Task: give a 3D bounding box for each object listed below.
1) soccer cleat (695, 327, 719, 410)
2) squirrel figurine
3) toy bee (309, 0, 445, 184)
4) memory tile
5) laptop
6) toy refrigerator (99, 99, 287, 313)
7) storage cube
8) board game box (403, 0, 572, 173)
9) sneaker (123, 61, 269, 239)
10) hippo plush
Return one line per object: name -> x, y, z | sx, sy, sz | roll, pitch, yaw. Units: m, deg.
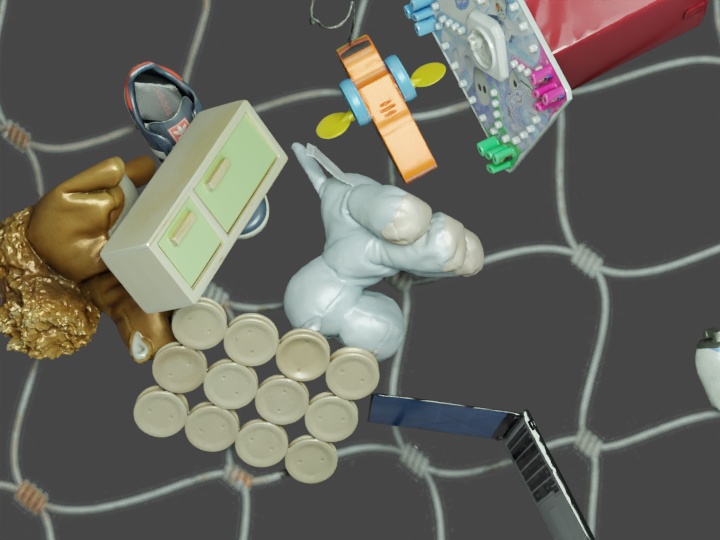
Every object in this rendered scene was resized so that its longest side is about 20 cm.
soccer cleat -> 0.417, 0.084, 1.775 | 0.200, 0.070, 0.086 | -10, 94, -1
squirrel figurine -> -0.243, 0.011, 1.749 | 0.200, 0.142, 0.187 | -27, 91, 1
toy bee -> 0.017, -0.187, 1.809 | 0.131, 0.109, 0.200 | -7, 105, -5
memory tile -> -0.095, 0.110, 1.719 | 0.200, 0.017, 0.153 | 19, 115, -11
laptop -> 0.104, 0.186, 1.677 | 0.116, 0.187, 0.200 | -26, 80, -6
toy refrigerator -> -0.145, -0.060, 1.682 | 0.076, 0.070, 0.200 | 55, 46, -27
storage cube -> 0.213, -0.285, 1.780 | 0.180, 0.200, 0.171 | -27, 80, 0
board game box -> 0.114, -0.207, 1.754 | 0.026, 0.200, 0.200 | -23, 79, -18
sneaker -> -0.162, -0.116, 1.788 | 0.075, 0.085, 0.200 | -39, 82, -9
hippo plush -> 0.000, 0.000, 1.729 | 0.200, 0.159, 0.161 | 29, 89, -13
